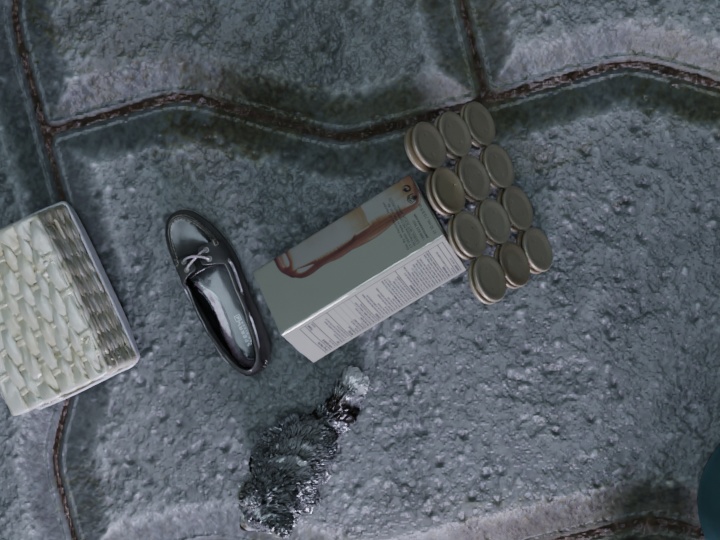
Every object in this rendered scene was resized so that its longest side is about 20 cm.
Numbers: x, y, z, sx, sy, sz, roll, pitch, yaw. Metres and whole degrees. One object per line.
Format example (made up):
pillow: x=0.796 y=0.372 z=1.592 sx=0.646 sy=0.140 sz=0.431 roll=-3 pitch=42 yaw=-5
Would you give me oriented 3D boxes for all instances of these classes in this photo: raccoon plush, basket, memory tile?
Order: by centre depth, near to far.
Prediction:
memory tile: x=0.126 y=-0.073 z=1.324 sx=0.017 sy=0.153 sz=0.202 roll=-22 pitch=95 yaw=42
raccoon plush: x=-0.070 y=0.193 z=1.357 sx=0.096 sy=0.134 sz=0.202 roll=24 pitch=97 yaw=2
basket: x=-0.346 y=0.042 z=1.361 sx=0.134 sy=0.123 sz=0.202 roll=-24 pitch=93 yaw=5

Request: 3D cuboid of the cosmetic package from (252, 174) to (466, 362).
cosmetic package: x=0.000 y=0.000 z=1.341 sx=0.199 sy=0.103 sz=0.088 roll=-31 pitch=63 yaw=5

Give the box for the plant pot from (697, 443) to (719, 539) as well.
plant pot: x=0.468 y=0.263 z=1.316 sx=0.198 sy=0.161 sz=0.203 roll=0 pitch=95 yaw=3

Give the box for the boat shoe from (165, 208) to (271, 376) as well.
boat shoe: x=-0.156 y=0.023 z=1.386 sx=0.066 sy=0.057 sz=0.202 roll=-27 pitch=93 yaw=6
